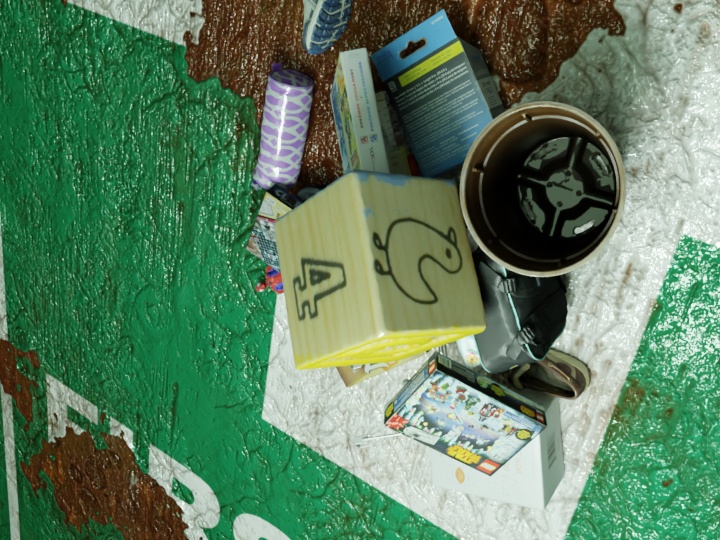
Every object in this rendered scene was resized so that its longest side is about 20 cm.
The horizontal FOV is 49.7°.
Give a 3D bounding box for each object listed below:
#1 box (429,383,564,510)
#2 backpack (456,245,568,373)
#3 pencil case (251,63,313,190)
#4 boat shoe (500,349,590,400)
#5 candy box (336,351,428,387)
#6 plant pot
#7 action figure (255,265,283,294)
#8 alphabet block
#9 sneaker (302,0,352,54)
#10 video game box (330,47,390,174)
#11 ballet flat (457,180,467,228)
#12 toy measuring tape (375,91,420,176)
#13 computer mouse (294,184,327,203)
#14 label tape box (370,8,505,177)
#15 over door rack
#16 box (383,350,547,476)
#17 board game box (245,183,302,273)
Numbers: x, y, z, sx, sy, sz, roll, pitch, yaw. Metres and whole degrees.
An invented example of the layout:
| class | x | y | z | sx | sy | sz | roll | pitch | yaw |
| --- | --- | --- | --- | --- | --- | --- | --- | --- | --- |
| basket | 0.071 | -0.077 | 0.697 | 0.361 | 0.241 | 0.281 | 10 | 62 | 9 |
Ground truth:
| class | x | y | z | sx | sy | sz | roll | pitch | yaw |
| --- | --- | --- | --- | --- | --- | --- | --- | --- | --- |
| box | 0.215 | 0.273 | 1.252 | 0.196 | 0.106 | 0.156 | 4 | 110 | 33 |
| backpack | 0.209 | 0.038 | 1.105 | 0.152 | 0.198 | 0.179 | -21 | 92 | 41 |
| pencil case | -0.132 | -0.235 | 1.310 | 0.085 | 0.082 | 0.204 | 44 | 129 | 41 |
| boat shoe | 0.252 | 0.147 | 1.199 | 0.197 | 0.072 | 0.074 | 24 | 121 | 25 |
| candy box | 0.028 | 0.115 | 1.351 | 0.198 | 0.055 | 0.117 | -29 | 90 | 37 |
| plant pot | 0.250 | -0.104 | 1.001 | 0.196 | 0.197 | 0.206 | 3 | 96 | 25 |
| action figure | -0.126 | 0.002 | 1.420 | 0.198 | 0.052 | 0.066 | -24 | 99 | 41 |
| alphabet block | 0.021 | 0.006 | 1.011 | 0.195 | 0.192 | 0.205 | -27 | 70 | 49 |
| sneaker | -0.058 | -0.437 | 1.189 | 0.084 | 0.076 | 0.204 | 32 | 117 | 31 |
| video game box | -0.004 | -0.203 | 1.150 | 0.046 | 0.200 | 0.187 | -12 | 87 | -7 |
| ballet flat | 0.157 | -0.100 | 1.148 | 0.066 | 0.057 | 0.200 | 44 | 104 | 7 |
| toy measuring tape | 0.048 | -0.186 | 1.192 | 0.072 | 0.074 | 0.203 | 4 | 128 | 33 |
| computer mouse | -0.021 | -0.088 | 1.311 | 0.196 | 0.053 | 0.141 | 21 | 126 | 17 |
| label tape box | 0.120 | -0.255 | 1.133 | 0.142 | 0.063 | 0.204 | -20 | 97 | 38 |
| over door rack | 0.062 | 0.191 | 1.235 | 0.196 | 0.066 | 0.151 | -17 | 63 | 26 |
| box | 0.150 | 0.211 | 1.119 | 0.197 | 0.040 | 0.138 | 27 | 125 | -16 |
| board game box | -0.093 | -0.037 | 1.325 | 0.198 | 0.035 | 0.137 | 35 | 130 | 6 |
